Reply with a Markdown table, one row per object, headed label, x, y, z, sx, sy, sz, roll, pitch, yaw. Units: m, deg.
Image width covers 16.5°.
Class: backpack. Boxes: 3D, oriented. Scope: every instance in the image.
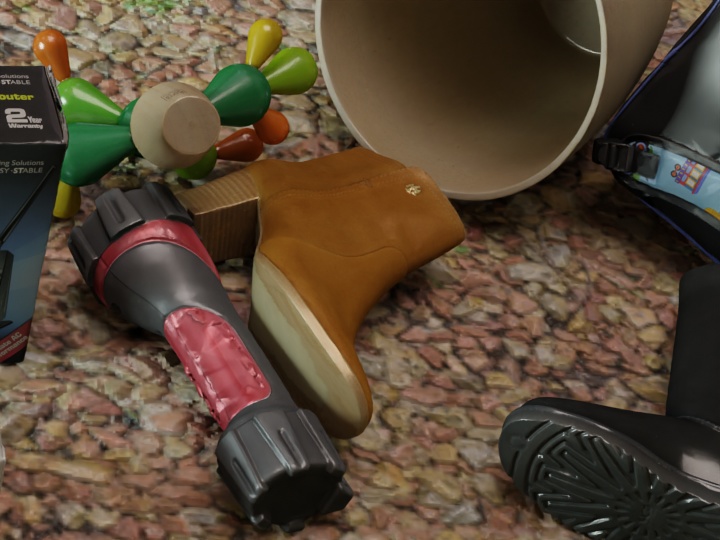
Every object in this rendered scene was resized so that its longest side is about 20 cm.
| label | x | y | z | sx | sy | sz | roll | pitch | yaw |
| --- | --- | --- | --- | --- | --- | --- | --- | --- | --- |
| backpack | 0.264 | -0.071 | 1.417 | 0.200 | 0.183 | 0.134 | 43 | 28 | 9 |

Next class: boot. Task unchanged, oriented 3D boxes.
| label | x | y | z | sx | sy | sz | roll | pitch | yaw |
| --- | --- | --- | --- | --- | --- | --- | --- | --- | --- |
| boot | 0.168 | 0.060 | 1.312 | 0.164 | 0.066 | 0.200 | 26 | 43 | -2 |
| boot | 0.000 | 0.000 | 1.318 | 0.143 | 0.071 | 0.201 | -15 | 44 | -28 |

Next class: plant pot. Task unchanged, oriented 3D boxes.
| label | x | y | z | sx | sy | sz | roll | pitch | yaw |
| --- | --- | --- | --- | --- | --- | --- | --- | --- | --- |
| plant pot | 0.105 | -0.154 | 1.470 | 0.187 | 0.188 | 0.200 | 34 | 29 | 20 |

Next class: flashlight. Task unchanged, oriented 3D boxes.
| label | x | y | z | sx | sy | sz | roll | pitch | yaw |
| --- | --- | --- | --- | --- | --- | --- | --- | --- | --- |
| flashlight | -0.079 | 0.043 | 1.250 | 0.067 | 0.068 | 0.200 | -28 | 53 | -8 |

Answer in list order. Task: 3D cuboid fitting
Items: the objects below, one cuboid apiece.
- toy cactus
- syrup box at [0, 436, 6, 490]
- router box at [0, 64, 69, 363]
| label | x | y | z | sx | sy | sz | roll | pitch | yaw |
| --- | --- | --- | --- | --- | --- | --- | --- | --- | --- |
| toy cactus | -0.106 | -0.087 | 1.333 | 0.199 | 0.103 | 0.165 | -10 | 6 | -16 |
| syrup box | -0.267 | 0.083 | 1.125 | 0.199 | 0.082 | 0.079 | 3 | 41 | -18 |
| router box | -0.250 | -0.025 | 1.201 | 0.199 | 0.150 | 0.062 | -2 | 44 | -20 |
